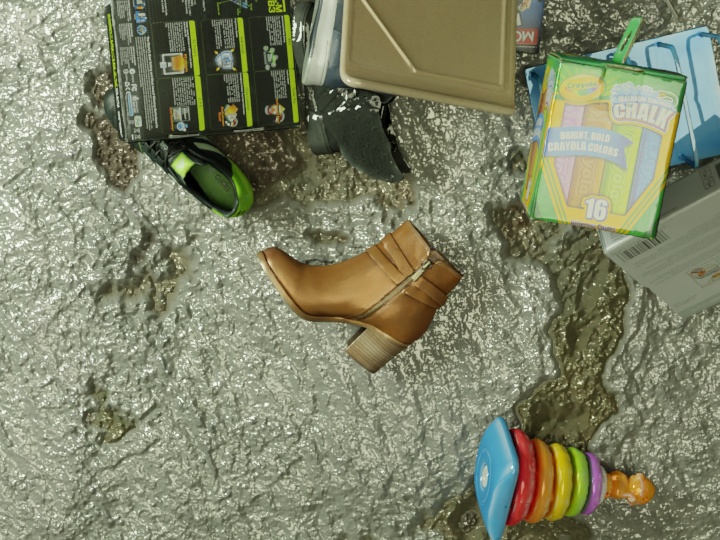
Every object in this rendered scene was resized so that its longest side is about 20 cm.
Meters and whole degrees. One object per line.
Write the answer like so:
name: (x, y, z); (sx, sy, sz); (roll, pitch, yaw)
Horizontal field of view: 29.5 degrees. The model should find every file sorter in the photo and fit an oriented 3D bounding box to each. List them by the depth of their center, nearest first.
file sorter: (0.285, -0.164, 1.428); (0.200, 0.123, 0.139); (-13, 100, 6)

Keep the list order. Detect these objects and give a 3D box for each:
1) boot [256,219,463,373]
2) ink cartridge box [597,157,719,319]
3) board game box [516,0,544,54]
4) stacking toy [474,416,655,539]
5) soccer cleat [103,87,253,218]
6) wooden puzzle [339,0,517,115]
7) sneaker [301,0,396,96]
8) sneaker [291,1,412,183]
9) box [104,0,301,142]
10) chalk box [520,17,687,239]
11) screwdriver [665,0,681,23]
boot: (0.000, 0.000, 1.506); (0.200, 0.074, 0.155); (39, 102, -17)
ink cartridge box: (0.380, -0.041, 1.439); (0.200, 0.044, 0.174); (-30, 138, 27)
board game box: (0.093, -0.288, 1.447); (0.200, 0.062, 0.200); (6, 103, 2)
stacking toy: (0.234, 0.237, 1.530); (0.200, 0.110, 0.116); (5, 117, -8)
soccer cleat: (-0.198, -0.131, 1.485); (0.200, 0.081, 0.068); (40, 101, -4)
wooden puzzle: (0.068, -0.254, 1.344); (0.185, 0.037, 0.200); (8, 73, -21)
sneaker: (0.027, -0.277, 1.388); (0.146, 0.077, 0.202); (9, 94, -6)
sneaker: (-0.009, -0.192, 1.468); (0.104, 0.060, 0.200); (-2, 108, 17)
box: (-0.166, -0.241, 1.440); (0.193, 0.048, 0.200); (-8, 97, -20)
chalk box: (0.234, -0.144, 1.310); (0.124, 0.124, 0.200); (9, 100, 2)
screwdriver: (0.284, -0.346, 1.441); (0.029, 0.028, 0.200); (-21, 102, 38)
